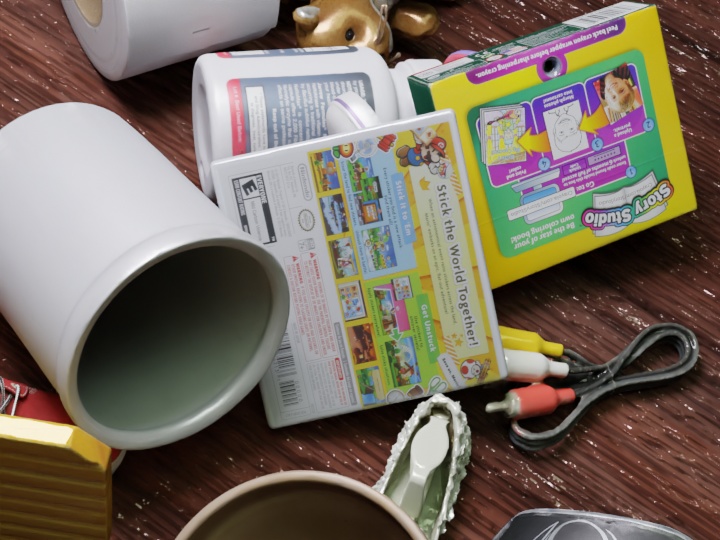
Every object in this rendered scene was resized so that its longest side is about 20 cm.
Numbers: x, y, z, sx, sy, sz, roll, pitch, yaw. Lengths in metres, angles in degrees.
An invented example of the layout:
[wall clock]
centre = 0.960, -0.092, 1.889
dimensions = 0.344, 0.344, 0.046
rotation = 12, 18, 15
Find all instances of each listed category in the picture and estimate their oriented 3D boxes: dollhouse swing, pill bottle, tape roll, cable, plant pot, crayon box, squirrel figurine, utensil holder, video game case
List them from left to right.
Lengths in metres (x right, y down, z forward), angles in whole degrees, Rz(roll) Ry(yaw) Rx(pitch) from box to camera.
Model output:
[dollhouse swing]
centre = -0.266, 0.176, 0.854
dimensions = 0.175, 0.201, 0.182
rotation = 22, 55, 5
[utensil holder]
centre = -0.172, -0.001, 0.988
dimensions = 0.169, 0.171, 0.200
rotation = -26, 46, -25
[tape roll]
centre = -0.171, -0.273, 1.174
dimensions = 0.138, 0.203, 0.203
rotation = -20, 62, -22
[plant pot]
centre = -0.031, 0.235, 0.902
dimensions = 0.199, 0.093, 0.202
rotation = -5, 69, 13
[pill bottle]
centre = -0.031, -0.120, 1.145
dimensions = 0.198, 0.120, 0.120
rotation = -5, 57, -13
[squirrel figurine]
centre = -0.022, -0.256, 1.245
dimensions = 0.199, 0.142, 0.187
rotation = 26, 67, 9
[video game case]
centre = 0.000, 0.000, 1.030
dimensions = 0.181, 0.023, 0.202
rotation = -12, 97, 2
[crayon box]
centre = 0.155, -0.099, 1.125
dimensions = 0.199, 0.174, 0.058
rotation = -20, 19, -13
[cable]
centre = 0.179, 0.082, 1.087
dimensions = 0.198, 0.050, 0.098
rotation = -6, 58, -12

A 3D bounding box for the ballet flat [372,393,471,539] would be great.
[ballet flat]
centre = 0.030, 0.170, 0.994
dimensions = 0.071, 0.072, 0.201
rotation = 19, 56, 3

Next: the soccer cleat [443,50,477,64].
[soccer cleat]
centre = 0.164, -0.136, 1.228
dimensions = 0.199, 0.067, 0.077
rotation = 31, 46, 8

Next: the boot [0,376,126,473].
[boot]
centre = -0.255, 0.087, 0.951
dimensions = 0.198, 0.145, 0.073
rotation = 7, 53, -7

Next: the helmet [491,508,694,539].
[helmet]
centre = 0.148, 0.262, 0.880
dimensions = 0.198, 0.200, 0.192
rotation = 16, 70, 1

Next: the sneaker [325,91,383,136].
[sneaker]
centre = -0.013, -0.025, 1.062
dimensions = 0.114, 0.073, 0.202
rotation = -21, 103, -15
